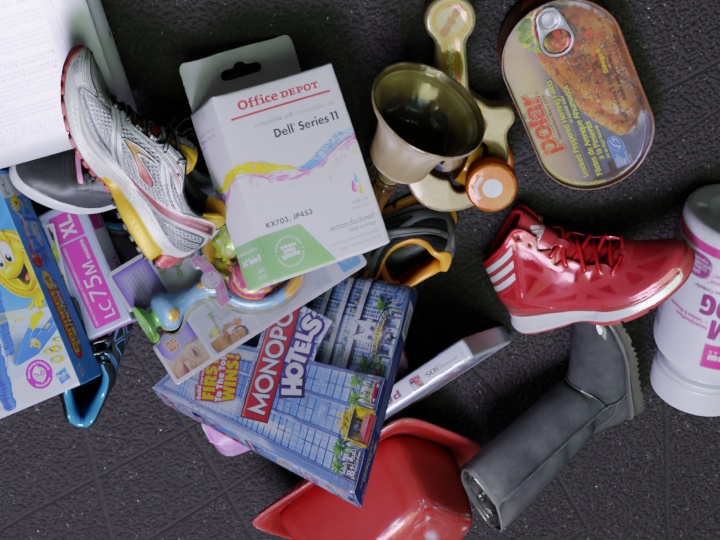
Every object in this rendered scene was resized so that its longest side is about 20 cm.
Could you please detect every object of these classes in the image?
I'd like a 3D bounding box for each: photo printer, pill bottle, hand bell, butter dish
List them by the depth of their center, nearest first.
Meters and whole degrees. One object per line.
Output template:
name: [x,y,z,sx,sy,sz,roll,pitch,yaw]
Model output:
photo printer: [-0.290,-0.190,1.565,0.165,0.070,0.201,-16,125,1]
hand bell: [0.020,-0.075,1.642,0.103,0.105,0.201,13,138,-18]
pill bottle: [0.341,0.030,1.795,0.112,0.114,0.202,1,124,-10]
butter dish: [0.031,0.254,1.845,0.199,0.149,0.200,-35,154,15]

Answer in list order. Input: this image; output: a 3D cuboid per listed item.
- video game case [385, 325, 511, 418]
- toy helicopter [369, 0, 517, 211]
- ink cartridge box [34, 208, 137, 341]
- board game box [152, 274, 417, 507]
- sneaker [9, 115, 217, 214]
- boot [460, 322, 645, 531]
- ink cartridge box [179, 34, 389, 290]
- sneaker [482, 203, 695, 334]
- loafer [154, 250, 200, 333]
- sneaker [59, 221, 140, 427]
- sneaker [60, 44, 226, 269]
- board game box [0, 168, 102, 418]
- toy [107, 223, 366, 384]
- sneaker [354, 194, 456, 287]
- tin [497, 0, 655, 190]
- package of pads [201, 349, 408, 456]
video game case: [0.047,0.113,1.770,0.181,0.200,0.023,-34,83,13]
toy helicopter: [0.070,-0.148,1.667,0.131,0.079,0.202,-2,114,2]
ink cartridge box: [-0.305,0.027,1.685,0.198,0.042,0.120,-24,90,15]
board game box: [-0.071,0.083,1.659,0.198,0.202,0.062,12,163,10]
sneaker: [-0.196,-0.097,1.623,0.198,0.071,0.099,4,154,-19]
boot: [0.177,0.136,1.827,0.199,0.073,0.183,-31,126,-12]
ink cartridge box: [-0.066,-0.098,1.589,0.116,0.067,0.202,-19,90,-23]
sneaker: [0.198,-0.011,1.739,0.199,0.079,0.116,-20,124,31]
loafer: [-0.151,0.028,1.742,0.072,0.072,0.201,-25,141,-9]
sneaker: [-0.235,0.051,1.731,0.072,0.082,0.202,7,121,-11]
sneaker: [-0.178,-0.101,1.545,0.082,0.078,0.201,-25,118,13]
board game box: [-0.354,0.040,1.648,0.198,0.056,0.198,-23,91,13]
toy: [-0.105,-0.005,1.627,0.199,0.116,0.047,-33,170,-11]
sneaker: [0.000,0.000,1.740,0.199,0.078,0.078,-30,125,12]
tin: [0.190,-0.161,1.686,0.111,0.042,0.201,-25,124,3]
package of pads: [-0.056,0.103,1.755,0.198,0.121,0.076,-23,84,-5]
